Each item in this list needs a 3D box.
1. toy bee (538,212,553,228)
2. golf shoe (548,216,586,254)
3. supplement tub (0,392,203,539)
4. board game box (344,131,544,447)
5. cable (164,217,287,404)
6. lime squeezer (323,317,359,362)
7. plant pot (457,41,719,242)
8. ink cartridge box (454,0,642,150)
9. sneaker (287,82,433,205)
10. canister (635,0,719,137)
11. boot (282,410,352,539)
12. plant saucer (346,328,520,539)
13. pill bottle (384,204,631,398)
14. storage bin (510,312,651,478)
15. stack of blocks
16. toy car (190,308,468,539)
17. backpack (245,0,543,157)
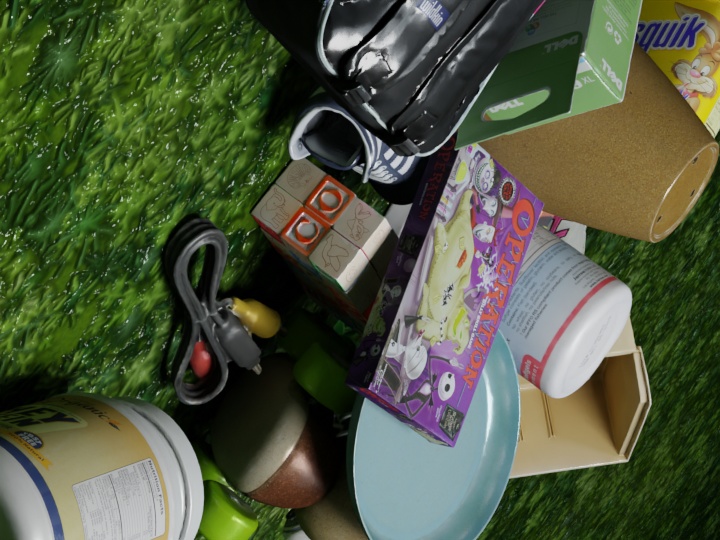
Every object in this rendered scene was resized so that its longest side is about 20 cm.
[{"bbox_3d":[0.132,-0.007,1.912,0.131,0.108,0.201,-28,147,-50],"label":"toy bee"},{"bbox_3d":[0.184,-0.018,2.035,0.201,0.092,0.073,-54,158,-4],"label":"golf shoe"},{"bbox_3d":[-0.203,0.157,1.379,0.200,0.144,0.145,-14,136,-60],"label":"supplement tub"},{"bbox_3d":[0.064,0.014,1.574,0.120,0.032,0.202,38,68,-51],"label":"board game box"},{"bbox_3d":[-0.116,0.029,1.551,0.097,0.050,0.200,-35,144,-5],"label":"cable"},{"bbox_3d":[-0.002,0.069,1.756,0.038,0.070,0.200,-64,-163,10],"label":"lime squeezer"},{"bbox_3d":[0.179,-0.116,1.719,0.186,0.199,0.187,-45,157,-25],"label":"plant pot"},{"bbox_3d":[0.141,-0.162,1.570,0.059,0.103,0.201,44,46,-36],"label":"ink cartridge box"},{"bbox_3d":[0.003,-0.086,1.527,0.201,0.070,0.109,80,31,-54],"label":"sneaker"},{"bbox_3d":[0.250,-0.158,1.842,0.086,0.148,0.201,38,78,-49],"label":"canister"},{"bbox_3d":[-0.006,0.140,1.776,0.200,0.091,0.073,-37,-169,-35],"label":"boot"},{"bbox_3d":[0.051,0.123,1.620,0.199,0.027,0.202,-14,109,-48],"label":"plant saucer"},{"bbox_3d":[0.113,0.006,1.758,0.109,0.199,0.109,-44,157,-24],"label":"pill bottle"},{"bbox_3d":[0.154,0.119,1.993,0.198,0.095,0.199,-7,159,-3],"label":"storage bin"},{"bbox_3d":[0.000,0.000,1.624,0.059,0.115,0.200,-51,159,-7],"label":"stack of blocks"},{"bbox_3d":[-0.016,0.162,1.670,0.165,0.199,0.158,-51,-161,7],"label":"toy car"},{"bbox_3d":[0.035,-0.195,1.325,0.200,0.151,0.177,-48,143,1],"label":"backpack"}]
